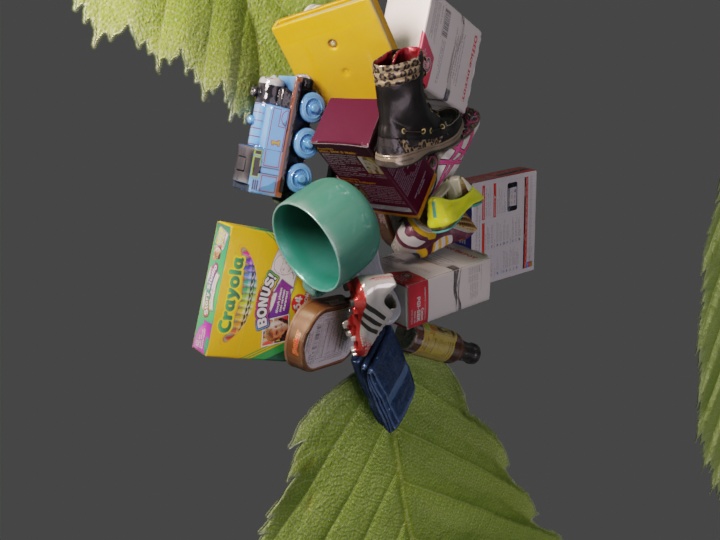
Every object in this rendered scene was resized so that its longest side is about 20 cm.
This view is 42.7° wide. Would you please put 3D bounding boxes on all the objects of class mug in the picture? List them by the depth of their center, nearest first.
[{"bbox_3d":[-0.050,-0.057,1.403,0.114,0.184,0.153,-36,94,-30],"label":"mug"}]

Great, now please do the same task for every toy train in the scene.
[{"bbox_3d":[-0.125,-0.203,1.403,0.113,0.086,0.204,7,98,-34],"label":"toy train"}]

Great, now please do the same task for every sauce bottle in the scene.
[{"bbox_3d":[0.149,0.139,1.733,0.198,0.064,0.066,19,90,-42],"label":"sauce bottle"}]

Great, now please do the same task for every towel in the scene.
[{"bbox_3d":[0.049,0.190,1.641,0.112,0.048,0.202,-57,143,-31],"label":"towel"}]

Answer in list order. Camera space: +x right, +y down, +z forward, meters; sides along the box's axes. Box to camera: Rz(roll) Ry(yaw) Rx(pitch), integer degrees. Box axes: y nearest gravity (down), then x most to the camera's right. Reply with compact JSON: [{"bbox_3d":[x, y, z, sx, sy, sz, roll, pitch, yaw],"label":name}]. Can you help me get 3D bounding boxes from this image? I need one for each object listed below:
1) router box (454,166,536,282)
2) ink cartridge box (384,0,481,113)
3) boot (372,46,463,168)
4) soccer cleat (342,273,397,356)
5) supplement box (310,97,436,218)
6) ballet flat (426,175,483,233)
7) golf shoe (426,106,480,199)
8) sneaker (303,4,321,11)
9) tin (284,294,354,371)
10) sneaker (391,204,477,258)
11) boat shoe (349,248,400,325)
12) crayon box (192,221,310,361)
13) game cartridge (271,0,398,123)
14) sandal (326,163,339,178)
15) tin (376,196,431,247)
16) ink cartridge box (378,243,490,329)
[{"bbox_3d":[0.260,-0.085,1.768,0.177,0.049,0.204,-13,110,-36],"label":"router box"},{"bbox_3d":[0.113,-0.356,1.508,0.199,0.083,0.148,12,90,-59],"label":"ink cartridge box"},{"bbox_3d":[0.084,-0.249,1.346,0.199,0.072,0.153,-32,125,-41],"label":"boot"},{"bbox_3d":[0.017,0.072,1.450,0.084,0.069,0.202,-14,145,-10],"label":"soccer cleat"},{"bbox_3d":[0.024,-0.174,1.434,0.200,0.109,0.087,48,59,-49],"label":"supplement box"},{"bbox_3d":[0.158,-0.122,1.548,0.200,0.066,0.068,-38,114,-59],"label":"ballet flat"},{"bbox_3d":[0.138,-0.198,1.588,0.200,0.072,0.093,-48,147,-16],"label":"golf shoe"},{"bbox_3d":[-0.010,-0.340,1.456,0.199,0.081,0.076,32,82,-40],"label":"sneaker"},{"bbox_3d":[-0.057,0.104,1.514,0.199,0.041,0.114,-9,119,-62],"label":"tin"},{"bbox_3d":[0.126,-0.068,1.613,0.090,0.075,0.198,-47,154,28],"label":"sneaker"},{"bbox_3d":[0.000,0.000,1.521,0.071,0.062,0.203,-22,90,-30],"label":"boat shoe"},{"bbox_3d":[-0.162,0.037,1.453,0.170,0.058,0.204,8,97,-40],"label":"crayon box"},{"bbox_3d":[-0.018,-0.311,1.406,0.202,0.173,0.033,61,35,-34],"label":"game cartridge"},{"bbox_3d":[-0.028,-0.132,1.523,0.074,0.045,0.203,20,89,-40],"label":"sandal"},{"bbox_3d":[0.069,-0.129,1.610,0.111,0.042,0.203,-33,121,-22],"label":"tin"},{"bbox_3d":[0.112,0.020,1.613,0.197,0.146,0.085,-17,114,-34],"label":"ink cartridge box"}]
